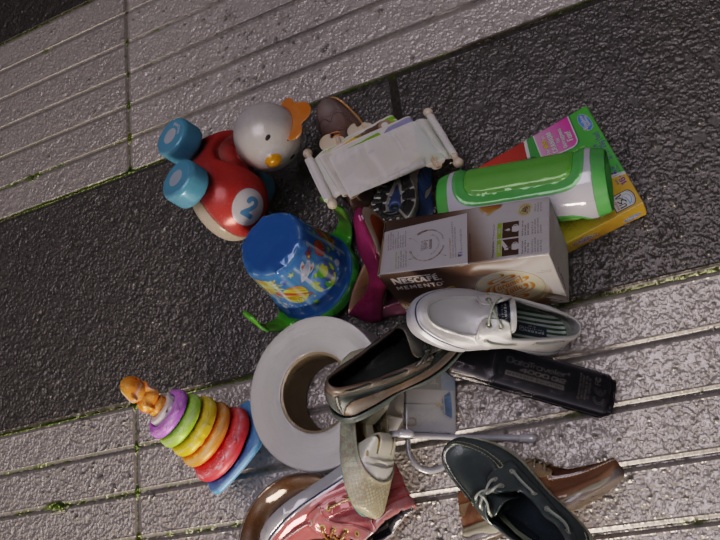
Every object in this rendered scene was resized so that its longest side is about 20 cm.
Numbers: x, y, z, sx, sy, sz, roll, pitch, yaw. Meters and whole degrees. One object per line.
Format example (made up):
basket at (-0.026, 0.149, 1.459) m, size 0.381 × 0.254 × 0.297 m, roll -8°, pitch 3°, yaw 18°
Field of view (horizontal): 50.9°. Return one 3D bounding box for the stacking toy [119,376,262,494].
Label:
stacking toy at (-0.236, 0.199, 1.006) m, size 0.110 × 0.200 × 0.116 m, roll -48°, pitch 28°, yaw 8°

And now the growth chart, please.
growth chart at (0.023, -0.155, 1.007) m, size 0.199 × 0.018 × 0.145 m, roll -19°, pitch 48°, yaw 5°

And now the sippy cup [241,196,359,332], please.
sippy cup at (-0.089, -0.010, 1.032) m, size 0.139 × 0.130 × 0.179 m, roll -9°, pitch 63°, yaw 26°

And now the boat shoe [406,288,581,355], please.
boat shoe at (0.152, 0.051, 0.843) m, size 0.067 × 0.199 × 0.074 m, roll 135°, pitch 136°, yaw -60°

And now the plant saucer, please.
plant saucer at (-0.069, 0.367, 0.981) m, size 0.199 × 0.032 × 0.202 m, roll -7°, pitch 72°, yaw 23°

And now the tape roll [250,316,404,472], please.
tape roll at (-0.044, 0.165, 1.004) m, size 0.201 × 0.071 × 0.204 m, roll -8°, pitch 72°, yaw 24°

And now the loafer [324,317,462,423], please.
loafer at (0.046, 0.096, 0.855) m, size 0.200 × 0.063 × 0.072 m, roll -35°, pitch 50°, yaw -13°

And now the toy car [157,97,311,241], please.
toy car at (-0.144, -0.157, 1.051) m, size 0.200 × 0.184 × 0.178 m, roll -37°, pitch 47°, yaw 21°

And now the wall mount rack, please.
wall mount rack at (0.120, 0.148, 0.934) m, size 0.172 × 0.075 × 0.201 m, roll 3°, pitch 75°, yaw -8°

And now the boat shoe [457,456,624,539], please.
boat shoe at (0.198, 0.249, 0.864) m, size 0.199 × 0.076 × 0.072 m, roll -26°, pitch 64°, yaw 15°

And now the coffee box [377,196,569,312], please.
coffee box at (0.134, -0.011, 0.889) m, size 0.199 × 0.114 × 0.080 m, roll -7°, pitch 57°, yaw 23°

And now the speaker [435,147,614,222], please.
speaker at (0.195, -0.092, 0.908) m, size 0.199 × 0.088 × 0.089 m, roll -7°, pitch 72°, yaw 24°

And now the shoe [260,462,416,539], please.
shoe at (-0.028, 0.305, 0.920) m, size 0.200 × 0.071 × 0.091 m, roll -38°, pitch 57°, yaw 6°

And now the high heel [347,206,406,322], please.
high heel at (0.000, 0.000, 0.962) m, size 0.095 × 0.201 × 0.068 m, roll -8°, pitch 44°, yaw 17°

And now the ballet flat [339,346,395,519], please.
ballet flat at (0.010, 0.182, 0.881) m, size 0.062 × 0.067 × 0.201 m, roll -35°, pitch 54°, yaw 42°

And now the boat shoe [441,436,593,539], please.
boat shoe at (0.158, 0.243, 0.813) m, size 0.200 × 0.062 × 0.073 m, roll 36°, pitch 96°, yaw 38°

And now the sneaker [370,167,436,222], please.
sneaker at (0.062, -0.114, 1.031) m, size 0.078 × 0.089 × 0.201 m, roll 1°, pitch 56°, yaw 21°

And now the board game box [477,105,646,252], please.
board game box at (0.233, -0.092, 0.961) m, size 0.199 × 0.040 × 0.154 m, roll -29°, pitch 65°, yaw 16°

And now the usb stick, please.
usb stick at (0.196, 0.122, 0.886) m, size 0.199 × 0.033 × 0.056 m, roll 15°, pitch 65°, yaw 7°

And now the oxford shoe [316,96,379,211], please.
oxford shoe at (-0.024, -0.179, 1.091) m, size 0.071 × 0.073 × 0.201 m, roll -30°, pitch 64°, yaw 15°
